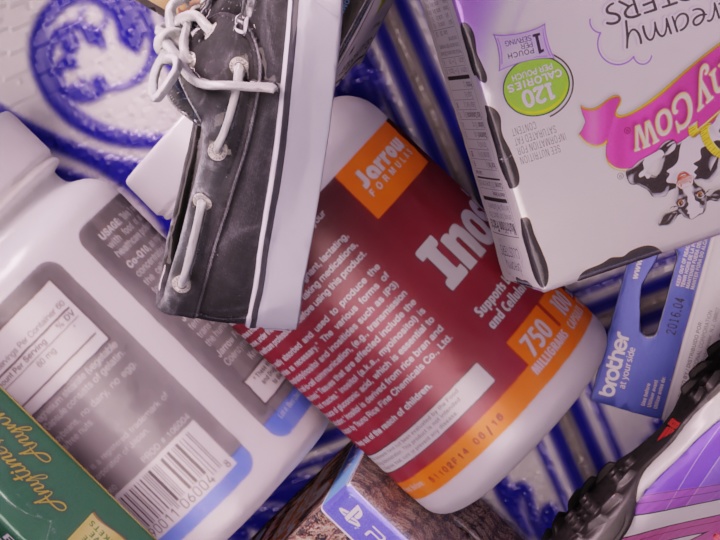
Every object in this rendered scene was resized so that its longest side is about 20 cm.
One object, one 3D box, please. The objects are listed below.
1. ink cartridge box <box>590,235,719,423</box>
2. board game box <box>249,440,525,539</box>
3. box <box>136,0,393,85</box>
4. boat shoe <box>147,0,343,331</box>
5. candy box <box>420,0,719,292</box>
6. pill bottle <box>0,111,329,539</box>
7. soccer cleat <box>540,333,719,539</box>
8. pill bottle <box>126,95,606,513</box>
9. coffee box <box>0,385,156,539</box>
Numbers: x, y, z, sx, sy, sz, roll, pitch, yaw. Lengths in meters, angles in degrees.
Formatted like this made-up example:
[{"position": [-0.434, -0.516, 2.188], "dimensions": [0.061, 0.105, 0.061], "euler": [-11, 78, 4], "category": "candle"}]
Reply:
[{"position": [0.210, 0.025, 0.928], "dimensions": [0.199, 0.042, 0.120], "euler": [14, 108, 4], "category": "ink cartridge box"}, {"position": [-0.004, 0.196, 0.989], "dimensions": [0.159, 0.097, 0.200], "euler": [43, 109, -3], "category": "board game box"}, {"position": [-0.080, -0.152, 0.893], "dimensions": [0.200, 0.117, 0.060], "euler": [31, 107, 2], "category": "box"}, {"position": [-0.046, -0.074, 0.809], "dimensions": [0.068, 0.074, 0.200], "euler": [5, 116, -7], "category": "boat shoe"}, {"position": [0.113, -0.111, 0.850], "dimensions": [0.167, 0.072, 0.201], "euler": [-19, 96, -7], "category": "candy box"}, {"position": [-0.120, 0.032, 0.955], "dimensions": [0.200, 0.114, 0.114], "euler": [46, 109, -4], "category": "pill bottle"}, {"position": [0.140, 0.096, 0.890], "dimensions": [0.073, 0.068, 0.200], "euler": [42, 91, -5], "category": "soccer cleat"}, {"position": [0.000, 0.000, 0.922], "dimensions": [0.200, 0.113, 0.113], "euler": [43, 109, -4], "category": "pill bottle"}, {"position": [-0.169, 0.107, 0.956], "dimensions": [0.123, 0.200, 0.044], "euler": [45, 66, -4], "category": "coffee box"}]
